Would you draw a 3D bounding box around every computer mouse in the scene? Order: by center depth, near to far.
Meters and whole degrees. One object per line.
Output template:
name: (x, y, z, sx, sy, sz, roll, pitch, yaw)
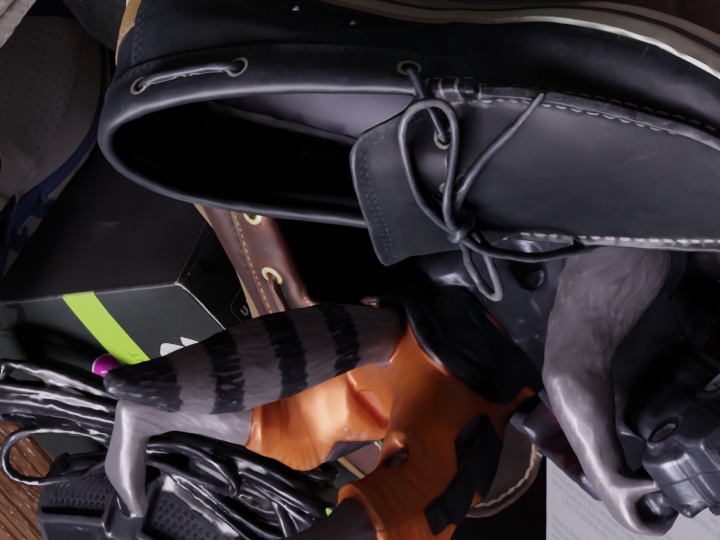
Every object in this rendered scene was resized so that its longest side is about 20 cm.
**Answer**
computer mouse: (-0.057, 0.107, 0.942, 0.138, 0.053, 0.201, 19, 137, 22)

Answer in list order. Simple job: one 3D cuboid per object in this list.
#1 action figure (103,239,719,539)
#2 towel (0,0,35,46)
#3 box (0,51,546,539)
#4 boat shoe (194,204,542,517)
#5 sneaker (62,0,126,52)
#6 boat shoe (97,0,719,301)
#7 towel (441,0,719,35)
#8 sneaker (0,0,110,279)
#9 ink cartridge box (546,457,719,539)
action figure: (0.042, 0.024, 0.700, 0.105, 0.193, 0.200, 62, 165, -18)
towel: (-0.175, -0.117, 0.816, 0.200, 0.133, 0.034, 43, -176, 26)
box: (-0.027, 0.026, 0.963, 0.148, 0.125, 0.200, -7, 136, 44)
boat shoe: (0.000, 0.000, 0.816, 0.200, 0.070, 0.070, 55, 161, -25)
sneaker: (-0.049, -0.122, 0.827, 0.104, 0.060, 0.199, 44, 151, -25)
boat shoe: (0.024, -0.030, 0.667, 0.199, 0.062, 0.075, 13, 146, 20)
towel: (0.073, -0.132, 0.652, 0.190, 0.032, 0.201, 16, 118, 21)
sneaker: (-0.154, -0.050, 0.883, 0.080, 0.200, 0.115, -6, 138, 27)
ink cartridge box: (0.103, 0.128, 0.802, 0.160, 0.047, 0.202, -142, 48, -68)
